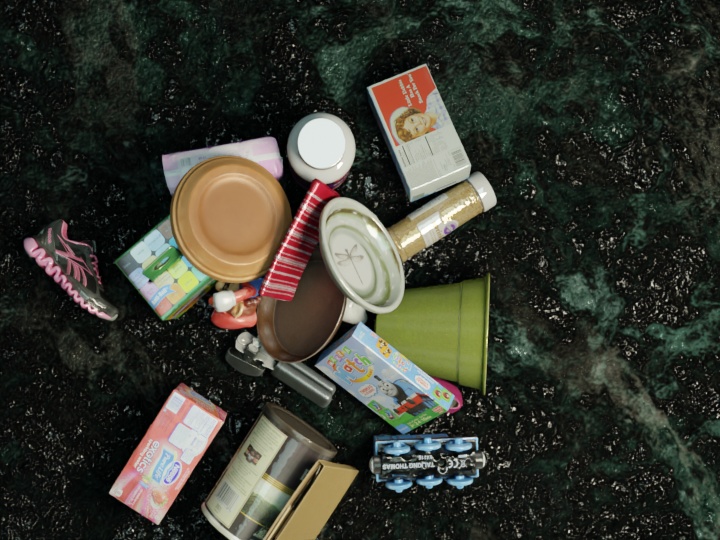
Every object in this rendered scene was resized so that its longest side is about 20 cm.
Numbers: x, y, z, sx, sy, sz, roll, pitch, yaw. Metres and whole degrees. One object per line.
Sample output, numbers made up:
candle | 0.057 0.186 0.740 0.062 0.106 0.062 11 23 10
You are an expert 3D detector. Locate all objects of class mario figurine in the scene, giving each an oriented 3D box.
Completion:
mario figurine | -0.195 0.009 1.443 0.201 0.123 0.106 -51 54 16

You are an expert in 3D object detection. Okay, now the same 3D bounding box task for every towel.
towel | -0.095 -0.045 1.382 0.022 0.145 0.203 26 89 13

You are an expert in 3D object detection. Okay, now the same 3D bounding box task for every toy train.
toy train | 0.111 0.320 1.467 0.196 0.114 0.089 -3 93 -4

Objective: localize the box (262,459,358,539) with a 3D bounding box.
box | -0.079 0.389 1.415 0.021 0.200 0.165 32 86 22

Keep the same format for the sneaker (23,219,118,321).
sneaker | -0.471 -0.004 1.454 0.095 0.079 0.200 -45 94 -15

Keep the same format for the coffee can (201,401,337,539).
coffee can | -0.151 0.345 1.432 0.145 0.146 0.202 33 88 -3

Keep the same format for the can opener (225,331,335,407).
can opener | -0.136 0.174 1.489 0.198 0.053 0.067 30 122 -2

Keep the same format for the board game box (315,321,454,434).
board game box | 0.037 0.182 1.426 0.199 0.151 0.037 39 54 -7

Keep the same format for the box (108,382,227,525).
box | -0.319 0.304 1.445 0.102 0.095 0.202 32 88 -3

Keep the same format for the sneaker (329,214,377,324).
sneaker | 0.000 0.000 1.492 0.098 0.077 0.204 25 77 -32

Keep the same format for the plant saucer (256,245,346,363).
plant saucer | -0.093 0.059 1.444 0.034 0.199 0.203 26 87 -46

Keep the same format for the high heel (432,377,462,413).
high heel | 0.079 0.196 1.474 0.197 0.096 0.068 24 89 -4

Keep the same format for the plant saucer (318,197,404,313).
plant saucer | -0.008 -0.017 1.385 0.050 0.200 0.202 -29 92 33

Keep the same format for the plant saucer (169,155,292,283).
plant saucer | -0.195 -0.084 1.338 0.197 0.037 0.205 5 78 -25

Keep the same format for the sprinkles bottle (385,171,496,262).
sprinkles bottle | 0.138 -0.093 1.496 0.198 0.068 0.069 -32 92 -3

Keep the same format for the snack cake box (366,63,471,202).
snack cake box | 0.098 -0.235 1.473 0.113 0.067 0.203 -21 77 -1

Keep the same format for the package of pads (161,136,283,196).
package of pads | -0.227 -0.170 1.444 0.196 0.120 0.077 -10 90 -5

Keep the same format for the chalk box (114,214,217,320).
chalk box | -0.305 -0.004 1.396 0.124 0.200 0.124 -40 92 -3

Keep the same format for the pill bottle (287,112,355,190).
pill bottle | -0.065 -0.193 1.416 0.110 0.200 0.115 0 90 -4

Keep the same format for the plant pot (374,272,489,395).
plant pot | 0.121 0.100 1.448 0.186 0.200 0.205 3 89 8
